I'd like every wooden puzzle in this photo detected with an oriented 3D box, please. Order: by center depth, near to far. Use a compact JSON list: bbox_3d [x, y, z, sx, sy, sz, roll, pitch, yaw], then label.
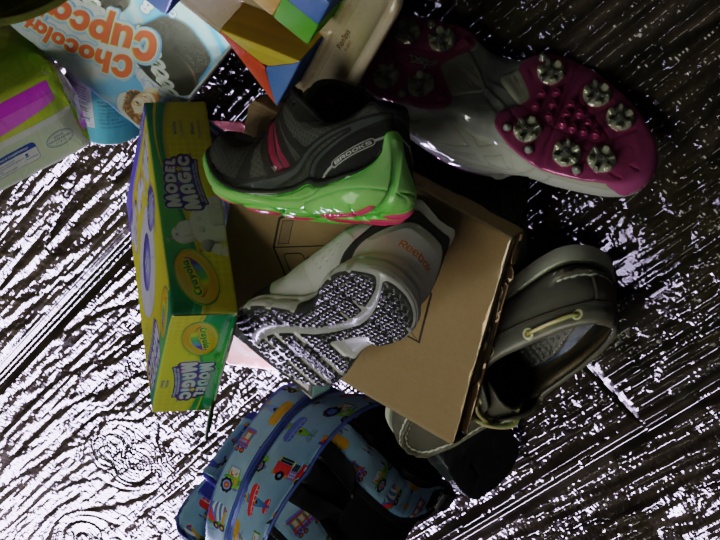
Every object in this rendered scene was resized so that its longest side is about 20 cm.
[{"bbox_3d":[-0.075,-0.180,1.547,0.200,0.046,0.185,43,155,4],"label":"wooden puzzle"}]

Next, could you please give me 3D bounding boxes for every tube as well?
[{"bbox_3d":[-0.182,-0.180,1.775,0.077,0.050,0.200,13,132,20],"label":"tube"}]

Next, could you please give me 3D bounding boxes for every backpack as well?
[{"bbox_3d":[-0.043,0.160,1.842,0.134,0.183,0.200,30,167,26],"label":"backpack"}]

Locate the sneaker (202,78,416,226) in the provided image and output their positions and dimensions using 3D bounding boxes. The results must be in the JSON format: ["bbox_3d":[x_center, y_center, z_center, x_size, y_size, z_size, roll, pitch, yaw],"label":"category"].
[{"bbox_3d":[-0.025,-0.072,1.564,0.077,0.084,0.200,11,177,-35],"label":"sneaker"}]

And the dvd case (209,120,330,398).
[{"bbox_3d":[-0.086,-0.021,1.794,0.200,0.022,0.146,38,138,35],"label":"dvd case"}]

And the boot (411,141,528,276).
[{"bbox_3d":[0.030,-0.027,1.703,0.200,0.068,0.131,26,149,27],"label":"boot"}]

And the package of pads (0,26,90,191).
[{"bbox_3d":[-0.275,-0.105,1.796,0.068,0.154,0.200,64,173,-23],"label":"package of pads"}]

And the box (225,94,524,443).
[{"bbox_3d":[0.000,0.000,1.650,0.200,0.021,0.164,29,125,22],"label":"box"}]

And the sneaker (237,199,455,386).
[{"bbox_3d":[-0.006,0.014,1.609,0.074,0.080,0.200,44,149,-16],"label":"sneaker"}]

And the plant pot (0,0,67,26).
[{"bbox_3d":[-0.267,-0.235,1.573,0.200,0.200,0.193,54,156,-15],"label":"plant pot"}]

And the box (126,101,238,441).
[{"bbox_3d":[-0.118,0.002,1.705,0.117,0.048,0.200,107,156,-52],"label":"box"}]

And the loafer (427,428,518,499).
[{"bbox_3d":[0.042,0.079,1.781,0.072,0.073,0.200,36,159,41],"label":"loafer"}]

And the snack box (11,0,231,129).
[{"bbox_3d":[-0.179,-0.189,1.716,0.200,0.037,0.116,38,129,-5],"label":"snack box"}]

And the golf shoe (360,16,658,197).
[{"bbox_3d":[0.095,-0.088,1.572,0.200,0.075,0.092,27,159,27],"label":"golf shoe"}]

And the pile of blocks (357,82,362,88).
[{"bbox_3d":[-0.018,-0.181,1.582,0.082,0.062,0.200,35,145,13],"label":"pile of blocks"}]

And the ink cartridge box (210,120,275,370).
[{"bbox_3d":[-0.066,-0.013,1.831,0.162,0.050,0.200,5,134,43],"label":"ink cartridge box"}]

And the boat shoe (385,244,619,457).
[{"bbox_3d":[0.089,0.064,1.666,0.072,0.060,0.202,24,129,-33],"label":"boat shoe"}]
